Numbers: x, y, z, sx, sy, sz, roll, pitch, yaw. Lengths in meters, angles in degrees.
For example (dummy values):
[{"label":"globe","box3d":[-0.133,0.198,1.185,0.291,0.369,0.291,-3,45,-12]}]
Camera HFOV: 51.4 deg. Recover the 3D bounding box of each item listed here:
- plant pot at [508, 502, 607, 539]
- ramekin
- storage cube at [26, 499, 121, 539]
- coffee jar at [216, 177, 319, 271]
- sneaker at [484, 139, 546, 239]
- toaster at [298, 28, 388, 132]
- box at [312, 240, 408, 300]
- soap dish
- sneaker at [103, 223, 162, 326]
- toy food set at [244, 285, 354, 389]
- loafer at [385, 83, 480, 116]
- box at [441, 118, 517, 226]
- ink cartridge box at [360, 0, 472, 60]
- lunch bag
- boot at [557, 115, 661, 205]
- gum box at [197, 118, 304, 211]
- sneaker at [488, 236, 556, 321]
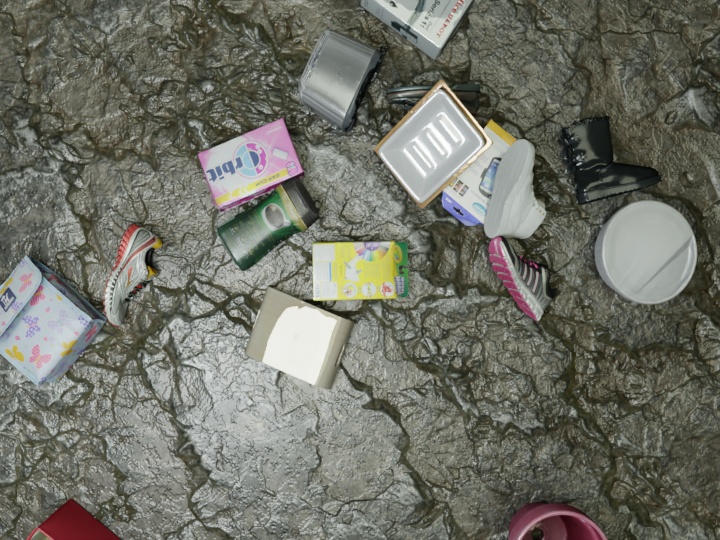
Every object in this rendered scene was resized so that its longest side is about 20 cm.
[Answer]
[{"label":"plant pot","box3d":[0.372,0.546,1.469,0.194,0.179,0.206,0,90,-1]},{"label":"ramekin","box3d":[0.570,-0.035,1.522,0.196,0.094,0.209,0,89,-2]},{"label":"storage cube","box3d":[-0.569,0.584,1.434,0.199,0.180,0.172,39,88,-2]},{"label":"coffee jar","box3d":[-0.182,-0.094,1.498,0.197,0.085,0.106,-33,89,-1]},{"label":"sneaker","box3d":[0.328,-0.159,1.501,0.113,0.074,0.204,3,116,-29]},{"label":"toaster","box3d":[-0.040,-0.388,1.492,0.127,0.114,0.204,26,91,0]},{"label":"box","box3d":[0.000,0.000,1.525,0.194,0.048,0.121,-1,89,0]},{"label":"soap dish","box3d":[0.145,-0.249,1.481,0.199,0.081,0.158,-41,90,28]},{"label":"sneaker","box3d":[-0.454,0.015,1.491,0.080,0.078,0.205,18,89,-3]},{"label":"toy food set","box3d":[-0.126,0.135,1.520,0.196,0.060,0.147,21,90,6]},{"label":"loafer","box3d":[0.149,-0.343,1.522,0.194,0.072,0.065,-4,96,-4]},{"label":"box","box3d":[0.251,-0.192,1.539,0.118,0.041,0.202,37,91,-2]},{"label":"ink cartridge box","box3d":[0.118,-0.551,1.513,0.198,0.083,0.148,34,89,-2]},{"label":"lunch bag","box3d":[-0.633,0.097,1.463,0.199,0.127,0.170,41,86,5]},{"label":"boot","box3d":[0.508,-0.234,1.535,0.193,0.073,0.167,-13,87,-2]},{"label":"gum box","box3d":[-0.222,-0.209,1.506,0.196,0.066,0.116,-23,89,-2]},{"label":"sneaker","box3d":[0.333,0.001,1.516,0.087,0.074,0.202,-39,108,-11]}]
